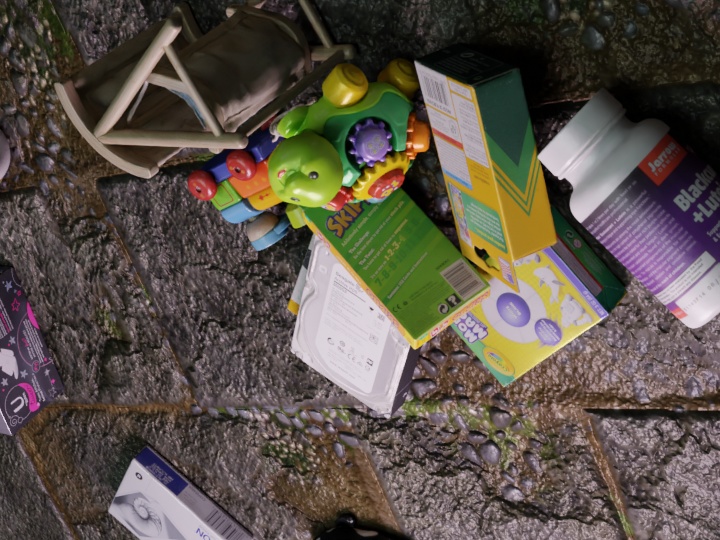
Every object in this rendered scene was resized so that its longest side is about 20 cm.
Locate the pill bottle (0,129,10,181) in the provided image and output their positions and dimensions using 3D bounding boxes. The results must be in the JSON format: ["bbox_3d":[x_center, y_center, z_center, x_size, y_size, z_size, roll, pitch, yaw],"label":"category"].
[{"bbox_3d":[-0.517,-0.106,1.872,0.109,0.109,0.200,46,138,1],"label":"pill bottle"}]

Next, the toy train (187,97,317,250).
[{"bbox_3d":[-0.079,-0.095,1.545,0.199,0.085,0.116,-21,112,46],"label":"toy train"}]

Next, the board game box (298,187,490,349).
[{"bbox_3d":[0.029,-0.024,1.465,0.200,0.095,0.030,50,163,21],"label":"board game box"}]

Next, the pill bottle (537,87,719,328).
[{"bbox_3d":[0.250,-0.057,1.279,0.200,0.111,0.112,44,138,3],"label":"pill bottle"}]

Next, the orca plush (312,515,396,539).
[{"bbox_3d":[0.005,0.368,1.829,0.198,0.071,0.106,14,128,31],"label":"orca plush"}]

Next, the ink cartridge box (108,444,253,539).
[{"bbox_3d":[-0.256,0.362,2.061,0.199,0.041,0.201,39,137,10],"label":"ink cartridge box"}]

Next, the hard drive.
[{"bbox_3d":[0.002,0.046,1.555,0.139,0.038,0.201,33,135,18],"label":"hard drive"}]

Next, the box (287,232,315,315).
[{"bbox_3d":[0.000,0.000,1.583,0.119,0.041,0.201,36,134,13],"label":"box"}]

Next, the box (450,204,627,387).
[{"bbox_3d":[0.155,0.033,1.473,0.117,0.048,0.200,48,140,1],"label":"box"}]

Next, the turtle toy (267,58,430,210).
[{"bbox_3d":[-0.014,-0.112,1.395,0.101,0.199,0.146,56,130,19],"label":"turtle toy"}]

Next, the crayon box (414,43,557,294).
[{"bbox_3d":[0.117,-0.094,1.358,0.126,0.051,0.202,-140,32,-62],"label":"crayon box"}]

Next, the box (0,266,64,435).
[{"bbox_3d":[-0.513,0.105,2.023,0.131,0.115,0.202,4,123,37],"label":"box"}]

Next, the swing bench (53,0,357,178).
[{"bbox_3d":[-0.148,-0.192,1.439,0.199,0.199,0.130,-16,110,45],"label":"swing bench"}]
